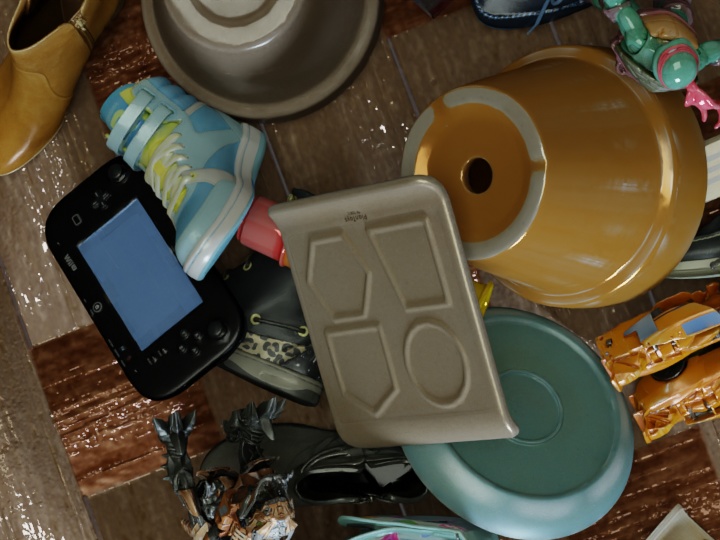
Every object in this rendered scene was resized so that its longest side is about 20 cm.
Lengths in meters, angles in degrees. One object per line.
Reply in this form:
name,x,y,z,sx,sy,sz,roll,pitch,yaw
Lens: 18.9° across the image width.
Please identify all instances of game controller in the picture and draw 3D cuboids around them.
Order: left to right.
game controller,-0.169,0.005,1.684,0.104,0.042,0.201,-34,63,-2

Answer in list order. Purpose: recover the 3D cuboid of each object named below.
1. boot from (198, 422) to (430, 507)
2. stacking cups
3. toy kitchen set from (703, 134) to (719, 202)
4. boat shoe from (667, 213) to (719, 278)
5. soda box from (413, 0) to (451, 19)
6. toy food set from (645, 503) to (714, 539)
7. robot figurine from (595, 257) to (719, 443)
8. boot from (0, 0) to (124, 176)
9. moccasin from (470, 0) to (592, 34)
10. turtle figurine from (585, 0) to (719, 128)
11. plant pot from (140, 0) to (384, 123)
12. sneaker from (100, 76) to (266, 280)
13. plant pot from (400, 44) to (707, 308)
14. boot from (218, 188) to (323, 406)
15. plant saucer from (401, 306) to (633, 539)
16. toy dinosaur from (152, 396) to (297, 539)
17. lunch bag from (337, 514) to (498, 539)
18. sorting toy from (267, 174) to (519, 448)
boot,-0.040,0.157,1.691,0.198,0.131,0.068,-6,92,6
stacking cups,0.000,0.000,1.654,0.198,0.060,0.061,22,93,6
toy kitchen set,0.298,-0.174,1.633,0.179,0.163,0.202,-22,89,6
boat shoe,0.310,-0.033,1.686,0.198,0.072,0.068,-12,83,2
soda box,0.051,-0.246,1.638,0.070,0.200,0.063,-45,87,5
toy food set,0.274,0.299,1.683,0.200,0.060,0.144,42,85,1
robot figurine,0.291,0.055,1.665,0.199,0.059,0.145,-24,132,13
boot,-0.260,-0.164,1.701,0.071,0.144,0.202,36,95,5
moccasin,0.178,-0.248,1.691,0.198,0.068,0.081,-23,89,6
turtle figurine,0.223,-0.181,1.572,0.149,0.200,0.101,29,106,-19
plant pot,-0.086,-0.217,1.668,0.198,0.175,0.203,0,92,7
sneaker,-0.147,-0.075,1.646,0.130,0.200,0.080,31,114,-12
plant pot,0.129,-0.071,1.607,0.199,0.183,0.202,1,91,36
boot,-0.092,0.001,1.729,0.202,0.073,0.155,27,85,12
plant saucer,0.123,0.110,1.665,0.198,0.027,0.202,9,57,-15
toy dinosaur,-0.104,0.174,1.627,0.199,0.102,0.137,-23,75,44
lunch bag,0.013,0.251,1.668,0.199,0.170,0.123,-34,78,6
sorting toy,0.026,0.032,1.580,0.184,0.036,0.202,-9,103,49
